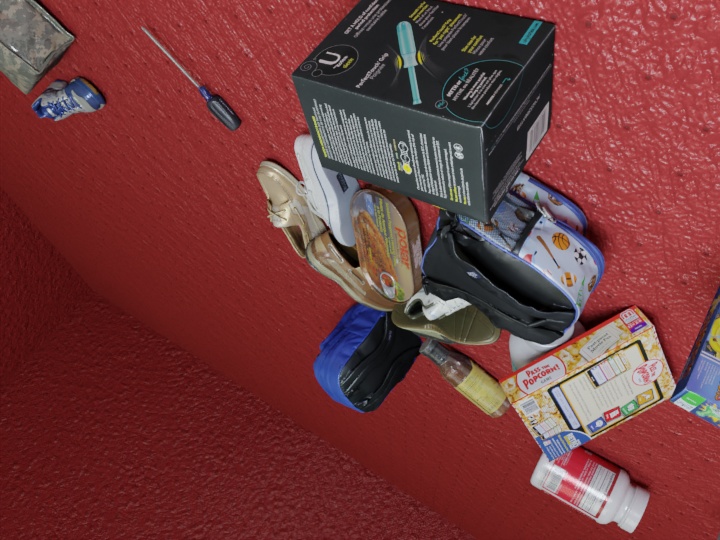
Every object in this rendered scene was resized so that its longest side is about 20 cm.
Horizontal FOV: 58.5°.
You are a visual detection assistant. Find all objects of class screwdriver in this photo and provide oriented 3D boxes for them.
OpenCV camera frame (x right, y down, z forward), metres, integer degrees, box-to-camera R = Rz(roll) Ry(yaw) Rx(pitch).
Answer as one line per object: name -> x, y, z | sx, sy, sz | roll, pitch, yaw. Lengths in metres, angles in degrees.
screwdriver -> -0.257, -0.297, 0.991 | 0.200, 0.029, 0.028 | 51, 154, -22

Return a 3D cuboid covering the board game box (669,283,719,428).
board game box -> 0.375, 0.063, 0.561 | 0.135, 0.200, 0.034 | 30, 156, 16

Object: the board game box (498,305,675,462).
board game box -> 0.306, 0.155, 0.855 | 0.152, 0.200, 0.046 | 54, -171, -34

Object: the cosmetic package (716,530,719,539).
cosmetic package -> 0.664, 0.432, 0.978 | 0.200, 0.107, 0.090 | 25, 155, 20

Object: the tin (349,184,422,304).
tin -> 0.043, -0.039, 0.972 | 0.112, 0.042, 0.200 | 27, 139, 41

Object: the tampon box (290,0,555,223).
tampon box -> 0.065, -0.165, 0.628 | 0.200, 0.150, 0.126 | 24, 153, 27

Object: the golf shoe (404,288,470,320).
golf shoe -> 0.143, 0.042, 0.978 | 0.078, 0.097, 0.200 | 45, 154, -17

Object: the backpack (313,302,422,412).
backpack -> 0.003, 0.179, 1.297 | 0.168, 0.200, 0.163 | 3, 141, 52

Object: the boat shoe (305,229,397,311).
boat shoe -> 0.000, 0.000, 1.125 | 0.200, 0.076, 0.074 | 31, 131, -17

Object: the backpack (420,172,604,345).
backpack -> 0.182, -0.010, 0.758 | 0.190, 0.154, 0.200 | 40, 164, 12

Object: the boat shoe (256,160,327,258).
boat shoe -> -0.123, -0.099, 1.114 | 0.074, 0.069, 0.200 | 13, 148, 43

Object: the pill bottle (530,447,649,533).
pill bottle -> 0.442, 0.413, 1.241 | 0.200, 0.112, 0.112 | 26, 155, 22

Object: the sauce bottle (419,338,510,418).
sauce bottle -> 0.202, 0.202, 1.239 | 0.200, 0.066, 0.066 | 41, 156, -8

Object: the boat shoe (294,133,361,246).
boat shoe -> -0.057, -0.122, 0.974 | 0.086, 0.075, 0.202 | 20, 150, 33

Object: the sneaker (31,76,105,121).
sneaker -> -0.592, -0.335, 1.300 | 0.200, 0.088, 0.075 | 10, 144, 44

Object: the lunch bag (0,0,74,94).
lunch bag -> -0.629, -0.432, 1.132 | 0.200, 0.118, 0.164 | 42, 158, -26

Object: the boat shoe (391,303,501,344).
boat shoe -> 0.151, 0.089, 1.099 | 0.201, 0.072, 0.066 | 6, 165, 34

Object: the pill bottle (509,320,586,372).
pill bottle -> 0.277, 0.131, 0.941 | 0.111, 0.111, 0.200 | 21, 152, 31
